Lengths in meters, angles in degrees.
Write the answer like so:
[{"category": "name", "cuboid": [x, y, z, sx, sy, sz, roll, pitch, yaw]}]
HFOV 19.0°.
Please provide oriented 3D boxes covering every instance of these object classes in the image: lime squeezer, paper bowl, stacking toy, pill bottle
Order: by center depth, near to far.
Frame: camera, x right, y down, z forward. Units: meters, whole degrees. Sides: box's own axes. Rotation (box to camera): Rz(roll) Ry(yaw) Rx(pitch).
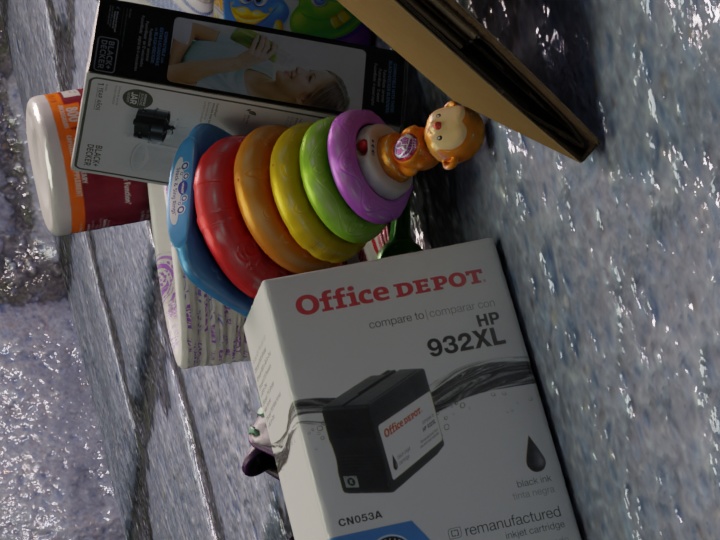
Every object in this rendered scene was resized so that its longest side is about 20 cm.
[{"category": "stacking toy", "cuboid": [-0.010, -0.052, 1.271, 0.199, 0.110, 0.117, -21, 52, 35]}, {"category": "lime squeezer", "cuboid": [0.043, 0.010, 1.363, 0.071, 0.038, 0.201, -38, 58, 38]}, {"category": "paper bowl", "cuboid": [-0.099, -0.031, 1.597, 0.201, 0.104, 0.202, 174, 90, -80]}, {"category": "pill bottle", "cuboid": [-0.161, -0.099, 1.729, 0.114, 0.199, 0.115, 169, 90, -76]}]

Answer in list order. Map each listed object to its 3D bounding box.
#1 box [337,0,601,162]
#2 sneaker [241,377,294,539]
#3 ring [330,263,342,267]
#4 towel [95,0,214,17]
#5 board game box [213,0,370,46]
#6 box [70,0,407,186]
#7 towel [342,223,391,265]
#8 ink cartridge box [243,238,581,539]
[{"category": "box", "cuboid": [0.029, -0.128, 1.115, 0.163, 0.021, 0.200, 39, 180, -21]}, {"category": "sneaker", "cuboid": [-0.048, 0.078, 1.348, 0.075, 0.087, 0.200, 78, 166, -54]}, {"category": "ring", "cuboid": [-0.038, -0.049, 1.597, 0.200, 0.019, 0.202, 174, 90, -80]}, {"category": "towel", "cuboid": [-0.154, -0.207, 1.388, 0.147, 0.024, 0.200, 40, 163, 4]}, {"category": "board game box", "cuboid": [-0.054, -0.226, 1.406, 0.105, 0.103, 0.201, -115, 19, -49]}, {"category": "box", "cuboid": [-0.078, -0.101, 1.370, 0.117, 0.199, 0.060, 111, 166, -58]}, {"category": "towel", "cuboid": [0.000, 0.000, 1.531, 0.200, 0.023, 0.145, 100, 156, -56]}, {"category": "ink cartridge box", "cuboid": [0.028, 0.096, 1.229, 0.084, 0.144, 0.201, 116, 142, -66]}]
